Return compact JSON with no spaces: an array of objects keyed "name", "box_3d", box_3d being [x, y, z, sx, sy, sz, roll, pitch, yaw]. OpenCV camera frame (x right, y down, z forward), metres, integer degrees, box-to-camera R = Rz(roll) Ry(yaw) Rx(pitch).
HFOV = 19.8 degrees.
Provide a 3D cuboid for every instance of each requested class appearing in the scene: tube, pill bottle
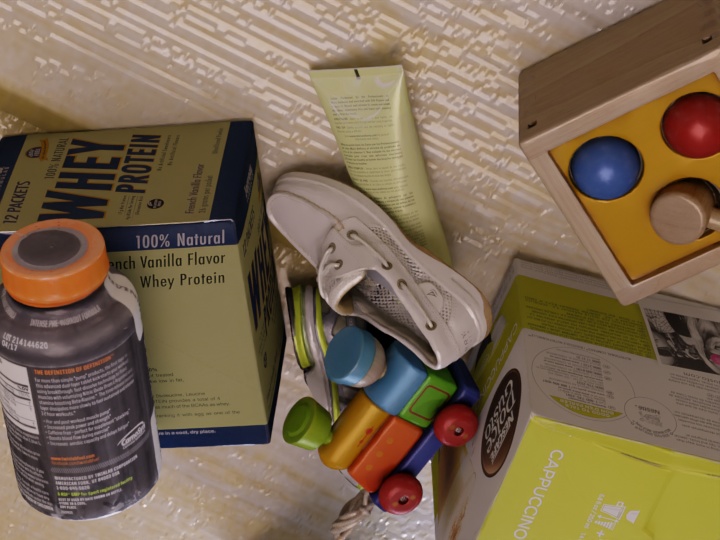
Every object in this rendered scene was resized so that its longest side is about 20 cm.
[{"name":"tube","box_3d":[0.025,-0.062,1.511,0.058,0.052,0.201,-24,120,-6]},{"name":"pill bottle","box_3d":[-0.198,0.065,1.413,0.105,0.106,0.201,0,125,4]}]

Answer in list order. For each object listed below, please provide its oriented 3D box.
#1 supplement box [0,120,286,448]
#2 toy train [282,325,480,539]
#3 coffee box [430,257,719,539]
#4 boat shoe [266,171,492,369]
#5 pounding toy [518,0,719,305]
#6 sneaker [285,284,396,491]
[{"name":"supplement box","box_3d":[-0.167,0.014,1.522,0.199,0.135,0.201,-3,124,6]},{"name":"toy train","box_3d":[-0.012,0.134,1.538,0.115,0.085,0.200,27,111,-30]},{"name":"coffee box","box_3d":[0.178,0.144,1.542,0.199,0.198,0.200,15,124,-10]},{"name":"boat shoe","box_3d":[0.000,0.000,1.492,0.200,0.069,0.071,34,143,22]},{"name":"pounding toy","box_3d":[0.237,-0.067,1.434,0.183,0.143,0.200,-25,119,20]},{"name":"sneaker","box_3d":[0.005,0.092,1.604,0.080,0.074,0.201,-14,124,10]}]
